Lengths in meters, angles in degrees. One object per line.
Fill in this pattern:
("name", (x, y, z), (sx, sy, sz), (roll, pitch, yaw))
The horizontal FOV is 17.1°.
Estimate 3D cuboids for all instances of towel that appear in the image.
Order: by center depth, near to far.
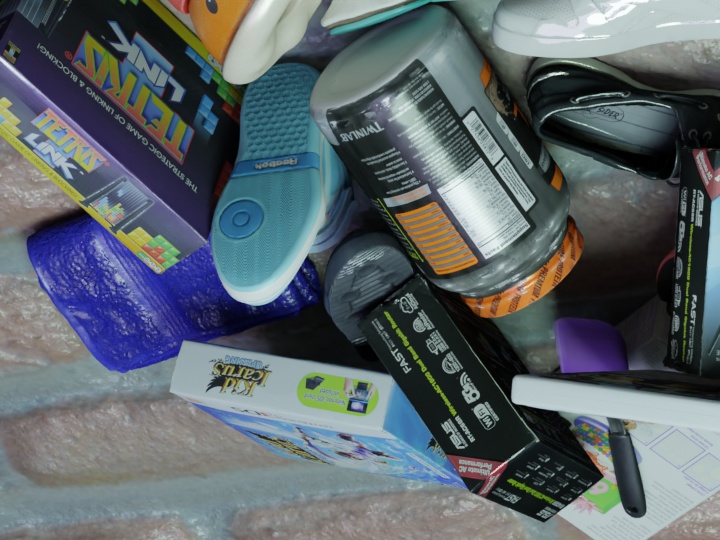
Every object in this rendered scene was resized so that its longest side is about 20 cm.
("towel", (-0.145, 0.005, 1.834), (0.199, 0.050, 0.148), (-20, 124, 28))

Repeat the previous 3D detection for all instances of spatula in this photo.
("spatula", (0.189, 0.115, 1.792), (0.056, 0.021, 0.201), (3, 134, 28))

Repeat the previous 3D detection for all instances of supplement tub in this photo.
("supplement tub", (0.064, -0.073, 1.655), (0.122, 0.123, 0.200), (-23, 116, 29))

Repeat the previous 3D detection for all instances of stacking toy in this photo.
("stacking toy", (-0.113, -0.232, 1.586), (0.199, 0.146, 0.146), (34, 132, 4))

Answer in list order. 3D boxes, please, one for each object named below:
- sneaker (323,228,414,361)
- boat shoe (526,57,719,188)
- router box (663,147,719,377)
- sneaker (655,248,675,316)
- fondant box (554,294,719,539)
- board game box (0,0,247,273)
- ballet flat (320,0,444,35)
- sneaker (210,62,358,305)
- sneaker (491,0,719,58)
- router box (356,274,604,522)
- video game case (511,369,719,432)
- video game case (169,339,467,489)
("sneaker", (0.000, 0.000, 1.727), (0.070, 0.082, 0.200), (-21, 159, -3))
("boat shoe", (0.208, -0.091, 1.653), (0.198, 0.066, 0.075), (21, 130, -6))
("router box", (0.311, -0.002, 1.611), (0.199, 0.062, 0.151), (2, 95, -14))
("sneaker", (0.292, 0.047, 1.734), (0.073, 0.087, 0.201), (-5, 124, 45))
("fondant box", (0.217, 0.122, 1.846), (0.144, 0.058, 0.200), (35, 128, -18))
("board game box", (-0.172, -0.123, 1.649), (0.057, 0.166, 0.200), (-31, 119, 33))
("ballet flat", (0.040, -0.203, 1.583), (0.069, 0.070, 0.199), (45, 151, -25))
("sneaker", (-0.046, -0.033, 1.683), (0.079, 0.201, 0.131), (0, 142, 16))
("sneaker", (0.179, -0.207, 1.562), (0.198, 0.074, 0.116), (-7, 128, 6))
("router box", (0.089, 0.096, 1.730), (0.062, 0.150, 0.200), (-37, 158, 8))
("video game case", (0.234, 0.090, 1.627), (0.199, 0.182, 0.023), (7, 93, 38))
("video game case", (-0.021, 0.112, 1.811), (0.180, 0.046, 0.200), (9, 166, 27))
